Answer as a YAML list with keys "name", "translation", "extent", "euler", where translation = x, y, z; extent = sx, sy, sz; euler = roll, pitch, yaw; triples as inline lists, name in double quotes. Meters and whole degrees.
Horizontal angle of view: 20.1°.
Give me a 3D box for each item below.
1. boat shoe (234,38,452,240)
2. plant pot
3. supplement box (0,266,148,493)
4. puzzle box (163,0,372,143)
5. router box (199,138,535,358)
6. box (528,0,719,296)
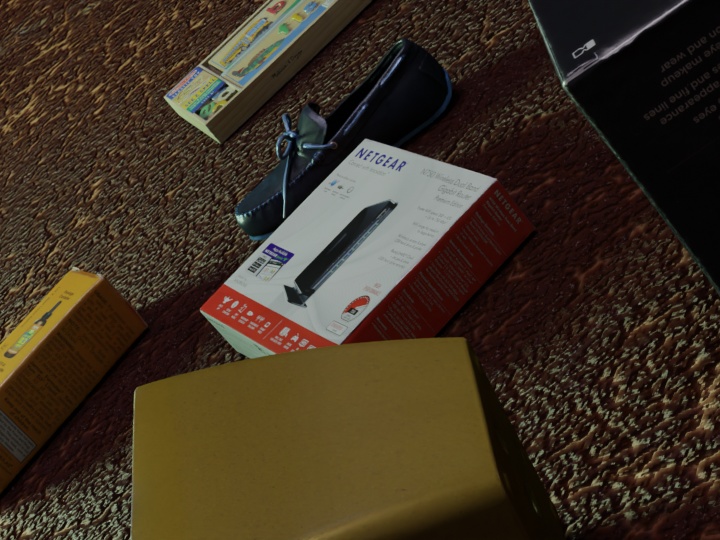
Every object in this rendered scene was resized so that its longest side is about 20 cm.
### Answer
- name: "boat shoe"
  translation: [-0.024, -0.107, 1.574]
  extent: [0.200, 0.069, 0.084]
  euler: [-41, 26, 1]
- name: "plant pot"
  translation: [0.009, 0.150, 1.022]
  extent: [0.176, 0.200, 0.200]
  euler: [-23, 29, 8]
- name: "supplement box"
  translation: [-0.260, 0.091, 1.590]
  extent: [0.200, 0.069, 0.066]
  euler: [-51, 29, -16]
- name: "puzzle box"
  translation: [-0.083, -0.205, 1.851]
  extent: [0.200, 0.025, 0.133]
  euler: [-44, 26, -6]
- name: "router box"
  translation: [0.000, 0.000, 1.401]
  extent: [0.180, 0.049, 0.200]
  euler: [-47, 27, -11]
- name: "box"
  translation: [0.229, -0.110, 1.094]
  extent: [0.196, 0.200, 0.118]
  euler: [-34, 28, 12]
